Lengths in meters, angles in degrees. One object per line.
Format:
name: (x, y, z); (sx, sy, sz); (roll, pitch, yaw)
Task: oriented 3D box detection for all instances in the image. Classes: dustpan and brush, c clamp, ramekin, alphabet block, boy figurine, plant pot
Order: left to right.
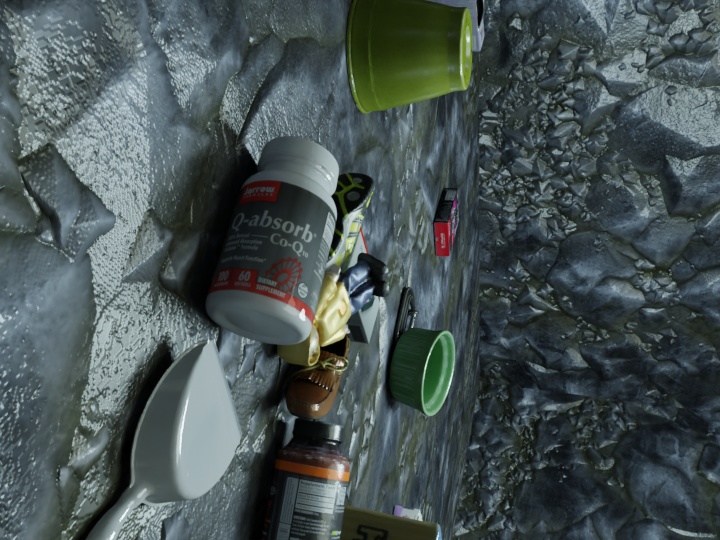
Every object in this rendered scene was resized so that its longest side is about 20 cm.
dustpan and brush: (-0.177, 0.175, 0.535); (0.202, 0.055, 0.143); (-71, 157, -57)
boy figurine: (-0.039, 0.052, 0.834); (0.199, 0.063, 0.127); (-41, 141, -40)
alphabet block: (0.032, 0.554, 1.034); (0.198, 0.194, 0.199); (-65, 152, -49)
c clamp: (0.115, 0.153, 1.510); (0.172, 0.026, 0.205); (56, 42, -56)
plant pot: (0.095, -0.380, 1.047); (0.200, 0.187, 0.207); (4, 90, -73)
ramekin: (0.147, 0.236, 1.448); (0.199, 0.095, 0.206); (-27, 121, -55)

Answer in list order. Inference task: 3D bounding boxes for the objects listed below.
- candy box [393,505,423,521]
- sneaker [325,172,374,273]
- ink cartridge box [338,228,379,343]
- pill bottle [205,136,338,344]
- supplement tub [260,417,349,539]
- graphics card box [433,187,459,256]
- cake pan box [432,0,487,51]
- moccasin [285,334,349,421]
candy box: (0.118, 0.735, 1.558); (0.203, 0.069, 0.170); (76, 25, -46)
sneaker: (-0.035, -0.069, 0.913); (0.077, 0.074, 0.202); (83, 29, -51)
ink cartridge box: (0.000, 0.000, 1.069); (0.202, 0.042, 0.177); (73, 28, -49)
pill bottle: (-0.088, -0.034, 0.655); (0.116, 0.112, 0.205); (61, 36, -59)
supplement tub: (-0.071, 0.305, 0.798); (0.107, 0.104, 0.206); (52, 45, -65)
graphics card box: (0.275, -0.156, 1.913); (0.202, 0.049, 0.128); (-68, 155, -48)
cake pan box: (0.145, -0.518, 1.171); (0.186, 0.195, 0.053); (65, 39, -53)
moccasin: (-0.053, 0.142, 0.854); (0.201, 0.072, 0.080); (-43, 149, -66)
